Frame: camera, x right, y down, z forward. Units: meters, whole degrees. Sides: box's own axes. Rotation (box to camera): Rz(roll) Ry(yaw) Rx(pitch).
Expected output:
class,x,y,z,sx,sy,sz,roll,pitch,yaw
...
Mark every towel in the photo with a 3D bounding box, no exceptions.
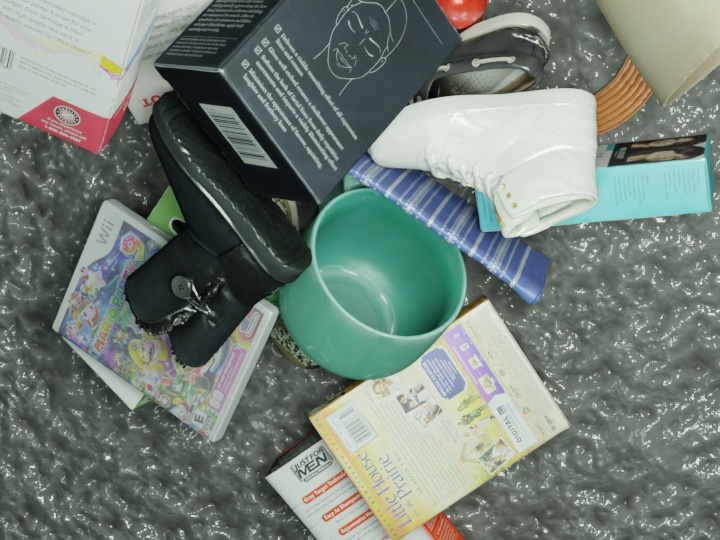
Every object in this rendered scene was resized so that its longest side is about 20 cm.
class,x,y,z,sx,sy,sz,roll,pitch,yaw
towel,0.079,-0.041,1.546,0.200,0.145,0.024,35,104,1

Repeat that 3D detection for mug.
class,x,y,z,sx,sy,sz,roll,pitch,yaw
mug,0.008,0.008,1.587,0.152,0.185,0.114,28,141,-9

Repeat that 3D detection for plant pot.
class,x,y,z,sx,sy,sz,roll,pitch,yaw
plant pot,0.246,-0.267,1.419,0.200,0.187,0.187,48,113,7

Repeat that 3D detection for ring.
class,x,y,z,sx,sy,sz,roll,pitch,yaw
ring,0.169,-0.206,1.533,0.200,0.019,0.201,4,109,12

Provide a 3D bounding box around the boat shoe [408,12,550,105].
class,x,y,z,sx,sy,sz,roll,pitch,yaw
boat shoe,0.077,-0.157,1.524,0.200,0.060,0.074,-17,139,33

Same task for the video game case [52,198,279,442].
class,x,y,z,sx,sy,sz,roll,pitch,yaw
video game case,-0.182,0.045,1.623,0.200,0.018,0.144,33,112,19

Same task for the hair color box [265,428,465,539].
class,x,y,z,sx,sy,sz,roll,pitch,yaw
hair color box,0.012,0.238,1.708,0.101,0.061,0.200,-35,99,21

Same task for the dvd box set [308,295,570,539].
class,x,y,z,sx,sy,sz,roll,pitch,yaw
dvd box set,0.073,0.138,1.638,0.200,0.029,0.147,-35,98,2

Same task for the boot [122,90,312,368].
class,x,y,z,sx,sy,sz,roll,pitch,yaw
boot,-0.155,-0.031,1.531,0.168,0.076,0.200,-39,88,31

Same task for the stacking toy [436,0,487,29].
class,x,y,z,sx,sy,sz,roll,pitch,yaw
stacking toy,0.087,-0.302,1.483,0.085,0.085,0.201,11,112,9

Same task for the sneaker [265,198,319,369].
class,x,y,z,sx,sy,sz,roll,pitch,yaw
sneaker,-0.082,0.007,1.632,0.077,0.089,0.201,-16,105,18

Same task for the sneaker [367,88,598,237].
class,x,y,z,sx,sy,sz,roll,pitch,yaw
sneaker,0.101,-0.083,1.480,0.199,0.074,0.116,-7,68,14

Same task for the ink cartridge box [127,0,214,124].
class,x,y,z,sx,sy,sz,roll,pitch,yaw
ink cartridge box,-0.166,-0.239,1.507,0.144,0.084,0.200,-13,124,27

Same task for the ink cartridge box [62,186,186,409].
class,x,y,z,sx,sy,sz,roll,pitch,yaw
ink cartridge box,-0.183,0.023,1.664,0.104,0.059,0.200,44,115,14

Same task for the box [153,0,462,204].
class,x,y,z,sx,sy,sz,roll,pitch,yaw
box,-0.040,-0.179,1.446,0.107,0.200,0.149,13,146,53

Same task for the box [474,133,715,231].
class,x,y,z,sx,sy,sz,roll,pitch,yaw
box,0.204,-0.076,1.536,0.199,0.082,0.049,-5,108,15

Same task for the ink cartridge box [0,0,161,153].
class,x,y,z,sx,sy,sz,roll,pitch,yaw
ink cartridge box,-0.244,-0.213,1.440,0.147,0.086,0.200,25,133,-2
